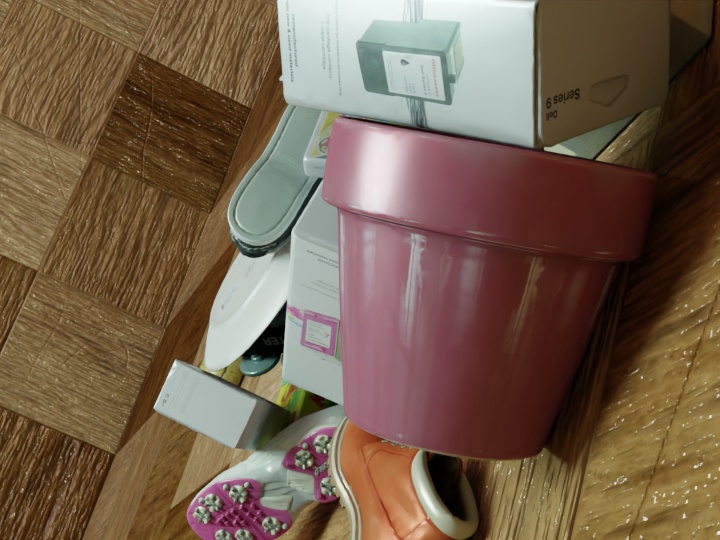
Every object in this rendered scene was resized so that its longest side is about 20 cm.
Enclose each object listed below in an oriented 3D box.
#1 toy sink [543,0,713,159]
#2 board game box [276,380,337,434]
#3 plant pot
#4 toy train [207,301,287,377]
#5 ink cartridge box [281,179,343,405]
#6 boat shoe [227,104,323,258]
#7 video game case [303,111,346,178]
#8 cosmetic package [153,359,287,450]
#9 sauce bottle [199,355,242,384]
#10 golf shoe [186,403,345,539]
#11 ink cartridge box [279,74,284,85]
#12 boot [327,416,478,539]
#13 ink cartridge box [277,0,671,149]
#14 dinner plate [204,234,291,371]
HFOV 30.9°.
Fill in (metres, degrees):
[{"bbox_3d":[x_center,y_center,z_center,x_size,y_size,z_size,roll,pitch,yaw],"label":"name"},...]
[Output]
[{"bbox_3d":[0.149,-0.173,0.927,0.200,0.111,0.131,-49,20,52],"label":"toy sink"},{"bbox_3d":[-0.050,0.135,1.319,0.102,0.047,0.202,-51,19,48],"label":"board game box"},{"bbox_3d":[0.065,0.011,0.793,0.200,0.197,0.181,-140,60,-77],"label":"plant pot"},{"bbox_3d":[-0.056,0.039,1.284,0.198,0.086,0.114,-7,37,30],"label":"toy train"},{"bbox_3d":[0.000,0.000,1.103,0.201,0.084,0.145,100,-165,-51],"label":"ink cartridge box"},{"bbox_3d":[-0.047,-0.097,1.129,0.200,0.075,0.060,-48,-9,-17],"label":"boat shoe"},{"bbox_3d":[0.063,-0.139,1.066,0.023,0.180,0.201,84,-163,-44],"label":"video game case"},{"bbox_3d":[-0.124,0.129,1.195,0.200,0.082,0.051,62,-129,-80],"label":"cosmetic package"},{"bbox_3d":[-0.183,0.105,1.892,0.202,0.064,0.065,-65,13,-7],"label":"sauce bottle"},{"bbox_3d":[-0.069,0.185,1.182,0.199,0.076,0.092,-28,16,22],"label":"golf shoe"},{"bbox_3d":[0.000,-0.122,1.268,0.043,0.199,0.200,-39,14,1],"label":"ink cartridge box"},{"bbox_3d":[0.034,0.146,0.917,0.108,0.074,0.201,-56,24,24],"label":"boot"},{"bbox_3d":[0.069,-0.142,0.788,0.199,0.145,0.085,16,118,40],"label":"ink cartridge box"},{"bbox_3d":[-0.092,0.001,1.188,0.201,0.024,0.201,-51,18,23],"label":"dinner plate"}]
